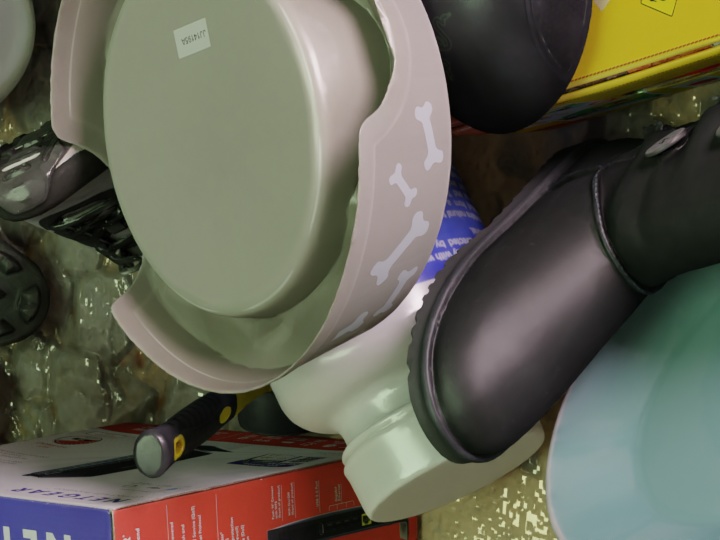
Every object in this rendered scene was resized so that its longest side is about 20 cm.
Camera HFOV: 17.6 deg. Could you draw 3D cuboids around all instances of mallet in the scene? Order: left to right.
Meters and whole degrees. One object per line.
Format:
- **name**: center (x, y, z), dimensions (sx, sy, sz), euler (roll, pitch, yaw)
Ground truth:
- **mallet**: center (-0.056, 0.046, 1.007), dimensions (0.041, 0.200, 0.066), euler (4, 93, 14)

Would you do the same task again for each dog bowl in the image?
- **dog bowl**: center (-0.043, -0.056, 0.898), dimensions (0.200, 0.059, 0.201), euler (13, 108, 48)

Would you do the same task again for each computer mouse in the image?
- **computer mouse**: center (0.037, -0.151, 0.872), dimensions (0.138, 0.053, 0.201), euler (3, 97, 43)

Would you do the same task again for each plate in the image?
- **plate**: center (0.148, 0.034, 0.839), dimensions (0.200, 0.026, 0.200), euler (-40, 24, 22)

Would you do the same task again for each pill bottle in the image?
- **pill bottle**: center (0.000, 0.000, 0.993), dimensions (0.112, 0.112, 0.200), euler (-40, 66, 39)

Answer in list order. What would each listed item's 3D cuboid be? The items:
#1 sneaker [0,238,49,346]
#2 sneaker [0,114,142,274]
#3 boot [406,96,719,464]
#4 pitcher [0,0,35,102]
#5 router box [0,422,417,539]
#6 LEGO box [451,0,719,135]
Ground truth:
- **sneaker**: center (-0.250, 0.004, 1.268), dimensions (0.200, 0.098, 0.071), euler (7, 87, 20)
- **sneaker**: center (-0.107, -0.037, 1.052), dimensions (0.074, 0.200, 0.080), euler (-22, 88, 16)
- **boot**: center (0.122, -0.010, 0.840), dimensions (0.200, 0.165, 0.066), euler (-15, 125, 48)
- **pitcher**: center (-0.280, -0.135, 1.210), dimensions (0.200, 0.171, 0.122), euler (10, 92, 44)
- **router box**: center (-0.105, 0.110, 1.060), dimensions (0.200, 0.179, 0.049), euler (1, 95, 44)
- **LEGO box**: center (0.114, -0.146, 0.889), dimensions (0.200, 0.077, 0.149), euler (-14, 85, 44)
